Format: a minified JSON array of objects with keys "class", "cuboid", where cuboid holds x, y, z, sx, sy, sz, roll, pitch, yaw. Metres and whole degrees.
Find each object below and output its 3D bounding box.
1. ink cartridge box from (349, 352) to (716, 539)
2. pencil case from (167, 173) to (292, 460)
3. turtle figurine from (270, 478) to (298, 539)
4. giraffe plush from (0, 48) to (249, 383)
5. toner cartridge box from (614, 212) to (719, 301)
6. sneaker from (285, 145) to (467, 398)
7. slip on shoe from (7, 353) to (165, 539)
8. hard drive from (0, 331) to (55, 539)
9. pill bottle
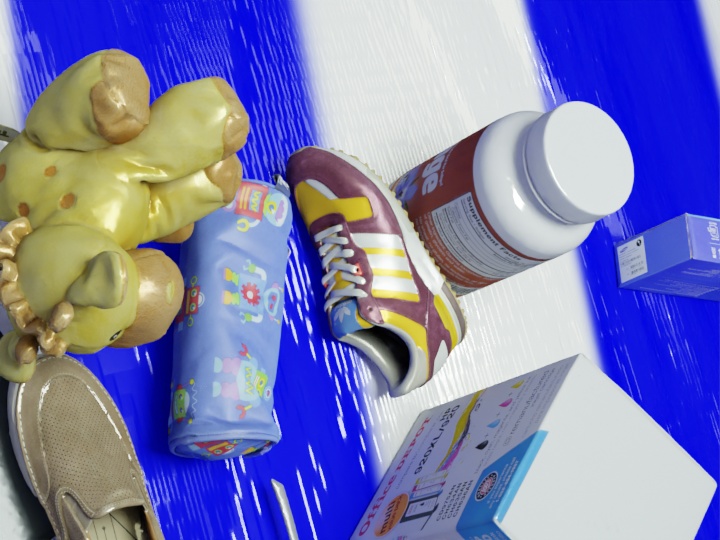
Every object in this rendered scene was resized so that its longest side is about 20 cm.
[{"class":"ink cartridge box","cuboid":[0.115,0.177,0.944,0.145,0.200,0.148,42,57,-12]},{"class":"pencil case","cuboid":[-0.089,0.033,0.930,0.086,0.078,0.202,16,67,-36]},{"class":"turtle figurine","cuboid":[-0.012,0.270,0.868,0.194,0.143,0.201,44,60,-19]},{"class":"giraffe plush","cuboid":[-0.164,-0.021,0.816,0.198,0.173,0.163,-1,56,-15]},{"class":"toner cartridge box","cuboid":[0.338,-0.006,1.214,0.198,0.095,0.044,7,71,-32]},{"class":"sneaker","cuboid":[0.000,0.000,1.002,0.201,0.075,0.090,52,50,-8]},{"class":"slip on shoe","cuboid":[-0.160,0.143,0.818,0.076,0.060,0.202,-10,80,-39]},{"class":"hard drive","cuboid":[-0.271,0.138,0.805,0.199,0.033,0.140,-35,95,-36]},{"class":"pill bottle","cuboid":[0.110,-0.054,1.013,0.111,0.199,0.113,11,69,-30]}]
